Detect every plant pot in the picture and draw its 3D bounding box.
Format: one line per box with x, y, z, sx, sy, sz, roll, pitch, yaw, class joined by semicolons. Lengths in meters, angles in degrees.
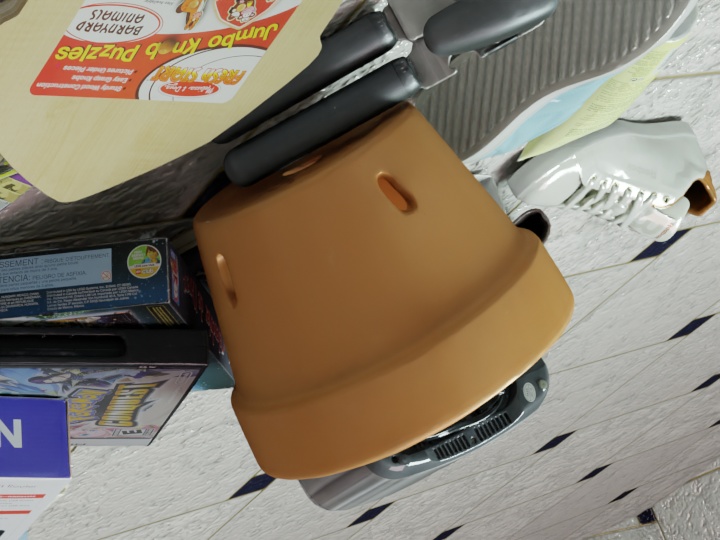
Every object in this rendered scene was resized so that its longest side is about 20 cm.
0.000;0.000;0.937;0.199;0.141;0.200;-26;-167;6;plant pot

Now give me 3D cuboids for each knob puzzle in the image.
-0.093;-0.109;0.766;0.218;0.031;0.220;-29;156;-14;knob puzzle

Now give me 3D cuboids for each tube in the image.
0.160;-0.125;1.116;0.057;0.052;0.200;17;157;-4;tube

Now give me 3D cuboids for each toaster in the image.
0.024;0.094;1.187;0.199;0.114;0.129;-24;169;-32;toaster

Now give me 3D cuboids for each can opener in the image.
0.007;-0.111;0.897;0.199;0.053;0.066;-29;178;7;can opener

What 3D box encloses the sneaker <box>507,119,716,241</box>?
0.199;-0.063;1.282;0.199;0.085;0.073;-11;157;-38;sneaker

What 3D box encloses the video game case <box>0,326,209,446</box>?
-0.194;0.071;0.991;0.179;0.026;0.200;2;162;-16;video game case

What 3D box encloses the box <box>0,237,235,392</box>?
-0.155;0.035;0.996;0.135;0.038;0.200;-6;162;5;box

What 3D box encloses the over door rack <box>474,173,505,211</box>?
0.001;0.006;1.195;0.199;0.067;0.148;-12;157;-43;over door rack

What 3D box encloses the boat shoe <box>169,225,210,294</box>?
-0.061;-0.008;1.056;0.199;0.065;0.072;-29;166;11;boat shoe

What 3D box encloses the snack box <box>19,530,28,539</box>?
-0.353;0.230;1.185;0.198;0.068;0.168;-14;168;21;snack box

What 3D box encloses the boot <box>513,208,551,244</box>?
0.059;0.029;1.314;0.200;0.072;0.166;-40;173;-6;boot

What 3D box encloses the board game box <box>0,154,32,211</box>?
-0.212;-0.056;0.757;0.119;0.033;0.200;-31;164;20;board game box

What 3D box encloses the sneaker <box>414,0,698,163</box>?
0.121;-0.132;1.006;0.199;0.074;0.082;-30;173;31;sneaker

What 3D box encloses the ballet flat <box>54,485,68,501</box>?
-0.237;0.137;1.168;0.070;0.068;0.200;4;161;6;ballet flat

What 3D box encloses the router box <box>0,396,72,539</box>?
-0.285;0.124;0.980;0.198;0.049;0.179;5;153;-27;router box
